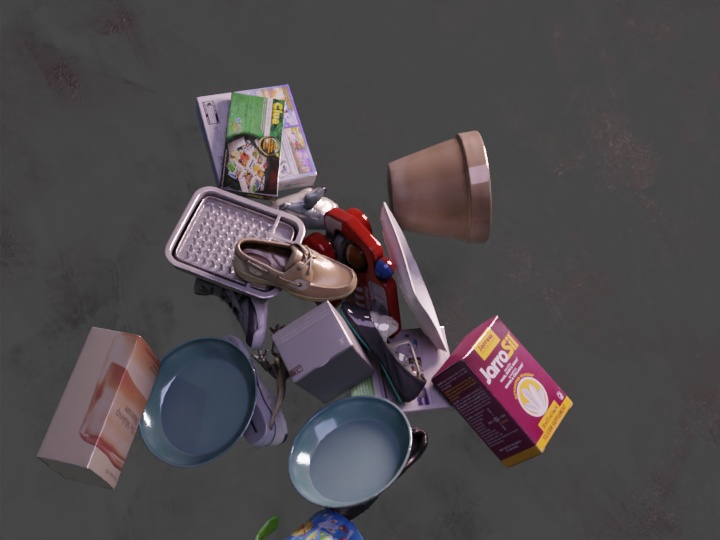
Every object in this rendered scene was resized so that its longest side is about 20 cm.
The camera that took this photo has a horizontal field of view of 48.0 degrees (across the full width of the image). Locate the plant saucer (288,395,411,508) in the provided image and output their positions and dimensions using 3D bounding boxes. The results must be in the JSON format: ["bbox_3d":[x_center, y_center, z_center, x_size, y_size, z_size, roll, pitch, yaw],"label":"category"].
[{"bbox_3d":[-0.013,0.280,1.228,0.196,0.036,0.202,-14,39,11],"label":"plant saucer"}]

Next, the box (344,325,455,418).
[{"bbox_3d":[0.064,0.175,1.376,0.196,0.036,0.147,-2,66,-20],"label":"box"}]

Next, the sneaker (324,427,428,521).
[{"bbox_3d":[0.025,0.311,1.266,0.199,0.088,0.076,-37,79,-28],"label":"sneaker"}]

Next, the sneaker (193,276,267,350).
[{"bbox_3d":[-0.216,0.044,1.328,0.111,0.076,0.203,-3,57,-16],"label":"sneaker"}]

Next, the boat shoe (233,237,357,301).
[{"bbox_3d":[-0.099,-0.006,1.246,0.196,0.065,0.073,14,60,-3],"label":"boat shoe"}]

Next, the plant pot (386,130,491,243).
[{"bbox_3d":[0.138,-0.143,1.481,0.169,0.201,0.204,-7,65,-1],"label":"plant pot"}]

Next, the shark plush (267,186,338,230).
[{"bbox_3d":[-0.124,-0.086,1.428,0.197,0.090,0.085,-24,104,-31],"label":"shark plush"}]

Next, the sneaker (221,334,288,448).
[{"bbox_3d":[-0.175,0.194,1.278,0.073,0.071,0.202,-37,57,16],"label":"sneaker"}]

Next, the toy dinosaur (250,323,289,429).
[{"bbox_3d":[-0.130,0.144,1.258,0.046,0.090,0.201,-12,30,11],"label":"toy dinosaur"}]

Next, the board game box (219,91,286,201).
[{"bbox_3d":[-0.191,-0.222,1.440,0.102,0.024,0.204,7,65,-8],"label":"board game box"}]

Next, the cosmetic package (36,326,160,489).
[{"bbox_3d":[-0.375,0.199,1.177,0.085,0.104,0.204,8,62,12],"label":"cosmetic package"}]

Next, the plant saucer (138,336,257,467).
[{"bbox_3d":[-0.242,0.201,1.228,0.195,0.036,0.204,-7,62,13],"label":"plant saucer"}]

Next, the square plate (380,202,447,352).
[{"bbox_3d":[0.085,0.017,1.362,0.028,0.201,0.201,-22,53,8],"label":"square plate"}]

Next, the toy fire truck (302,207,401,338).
[{"bbox_3d":[0.000,0.000,1.338,0.111,0.203,0.166,-34,44,-32],"label":"toy fire truck"}]

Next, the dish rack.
[{"bbox_3d":[-0.202,-0.039,1.314,0.196,0.044,0.174,20,55,0],"label":"dish rack"}]

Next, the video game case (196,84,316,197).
[{"bbox_3d":[-0.193,-0.236,1.484,0.177,0.046,0.204,-12,69,-17],"label":"video game case"}]

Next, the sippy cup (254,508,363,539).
[{"bbox_3d":[-0.063,0.423,1.167,0.179,0.139,0.130,49,49,0],"label":"sippy cup"}]

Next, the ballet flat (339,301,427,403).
[{"bbox_3d":[0.044,0.120,1.307,0.073,0.073,0.202,-40,103,-29],"label":"ballet flat"}]

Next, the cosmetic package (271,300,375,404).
[{"bbox_3d":[-0.052,0.131,1.245,0.106,0.200,0.091,-30,66,-1],"label":"cosmetic package"}]

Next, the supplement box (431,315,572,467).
[{"bbox_3d":[0.237,0.202,1.353,0.200,0.103,0.131,48,51,0],"label":"supplement box"}]
